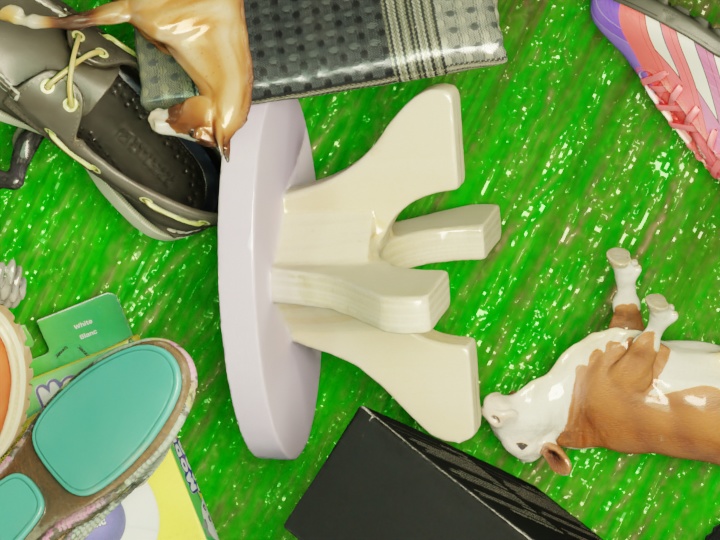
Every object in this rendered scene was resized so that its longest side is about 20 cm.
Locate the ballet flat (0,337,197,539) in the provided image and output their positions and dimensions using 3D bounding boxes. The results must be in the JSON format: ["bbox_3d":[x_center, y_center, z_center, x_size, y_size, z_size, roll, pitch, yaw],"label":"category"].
[{"bbox_3d":[-0.151,0.113,1.385,0.200,0.071,0.069,-46,61,8],"label":"ballet flat"}]

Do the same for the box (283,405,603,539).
[{"bbox_3d":[0.075,0.156,1.343,0.141,0.200,0.079,33,92,34],"label":"box"}]

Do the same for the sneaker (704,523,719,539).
[{"bbox_3d":[0.202,0.196,1.432,0.078,0.066,0.200,38,101,-19],"label":"sneaker"}]

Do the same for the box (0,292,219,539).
[{"bbox_3d":[-0.148,0.123,1.442,0.117,0.048,0.200,-22,91,2],"label":"box"}]

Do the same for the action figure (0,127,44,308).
[{"bbox_3d":[-0.229,-0.035,1.403,0.200,0.102,0.119,-51,124,-2],"label":"action figure"}]

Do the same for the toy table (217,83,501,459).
[{"bbox_3d":[0.000,0.000,1.380,0.117,0.184,0.201,0,117,15],"label":"toy table"}]

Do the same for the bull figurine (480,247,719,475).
[{"bbox_3d":[0.166,0.059,1.417,0.199,0.065,0.122,8,126,-7],"label":"bull figurine"}]

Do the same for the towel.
[{"bbox_3d":[-0.027,-0.171,1.388,0.192,0.035,0.200,-9,58,4],"label":"towel"}]

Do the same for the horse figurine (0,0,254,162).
[{"bbox_3d":[-0.090,-0.160,1.339,0.132,0.050,0.200,17,60,14],"label":"horse figurine"}]

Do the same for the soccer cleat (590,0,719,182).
[{"bbox_3d":[0.197,-0.081,1.419,0.200,0.068,0.073,34,97,-4],"label":"soccer cleat"}]

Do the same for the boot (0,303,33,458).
[{"bbox_3d":[-0.247,0.098,1.375,0.075,0.107,0.200,45,117,11],"label":"boot"}]

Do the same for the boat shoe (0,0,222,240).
[{"bbox_3d":[-0.139,-0.091,1.367,0.201,0.061,0.072,40,67,-24],"label":"boat shoe"}]
